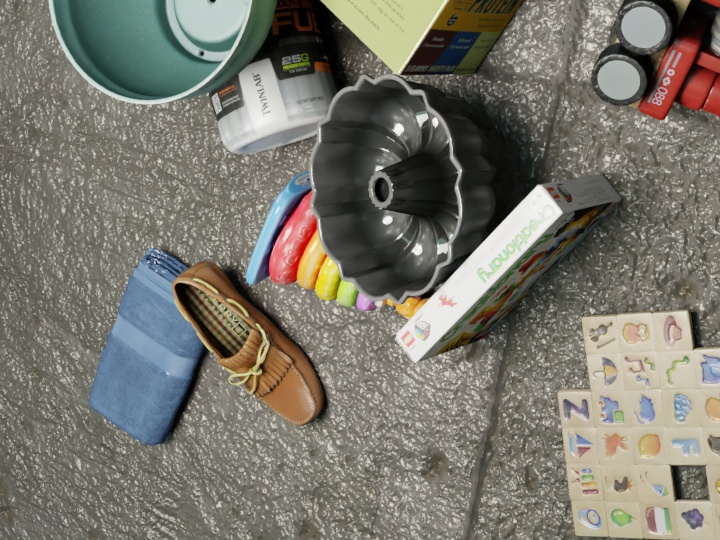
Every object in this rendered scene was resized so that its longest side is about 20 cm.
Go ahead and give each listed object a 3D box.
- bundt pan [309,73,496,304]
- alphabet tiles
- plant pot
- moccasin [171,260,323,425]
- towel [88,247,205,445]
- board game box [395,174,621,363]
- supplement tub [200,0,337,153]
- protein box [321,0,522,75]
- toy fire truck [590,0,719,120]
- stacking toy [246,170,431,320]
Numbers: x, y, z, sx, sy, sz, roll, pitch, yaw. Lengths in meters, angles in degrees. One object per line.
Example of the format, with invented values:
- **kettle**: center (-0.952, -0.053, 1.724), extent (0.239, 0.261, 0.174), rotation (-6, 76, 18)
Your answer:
- **bundt pan**: center (0.045, -0.074, 1.194), extent (0.201, 0.075, 0.204), rotation (11, 105, 49)
- **alphabet tiles**: center (0.253, 0.137, 1.184), extent (0.166, 0.008, 0.202), rotation (-5, 95, 35)
- **plant pot**: center (-0.153, -0.245, 1.186), extent (0.199, 0.134, 0.202), rotation (2, 94, 22)
- **moccasin**: center (-0.116, 0.078, 1.373), extent (0.073, 0.078, 0.202), rotation (-35, 94, 21)
- **towel**: center (-0.225, 0.086, 1.481), extent (0.111, 0.048, 0.201), rotation (33, 113, 21)
- **board game box**: center (0.130, -0.003, 1.182), extent (0.035, 0.126, 0.200), rotation (51, 121, 17)
- **supplement tub**: center (-0.100, -0.224, 1.304), extent (0.122, 0.122, 0.202), rotation (-18, 88, 34)
- **protein box**: center (0.056, -0.311, 1.177), extent (0.199, 0.135, 0.200), rotation (46, 119, 20)
- **toy fire truck**: center (0.299, -0.177, 1.050), extent (0.199, 0.129, 0.177), rotation (25, 130, 5)
- **stacking toy**: center (0.000, 0.000, 1.296), extent (0.199, 0.116, 0.110), rotation (32, 117, 13)
